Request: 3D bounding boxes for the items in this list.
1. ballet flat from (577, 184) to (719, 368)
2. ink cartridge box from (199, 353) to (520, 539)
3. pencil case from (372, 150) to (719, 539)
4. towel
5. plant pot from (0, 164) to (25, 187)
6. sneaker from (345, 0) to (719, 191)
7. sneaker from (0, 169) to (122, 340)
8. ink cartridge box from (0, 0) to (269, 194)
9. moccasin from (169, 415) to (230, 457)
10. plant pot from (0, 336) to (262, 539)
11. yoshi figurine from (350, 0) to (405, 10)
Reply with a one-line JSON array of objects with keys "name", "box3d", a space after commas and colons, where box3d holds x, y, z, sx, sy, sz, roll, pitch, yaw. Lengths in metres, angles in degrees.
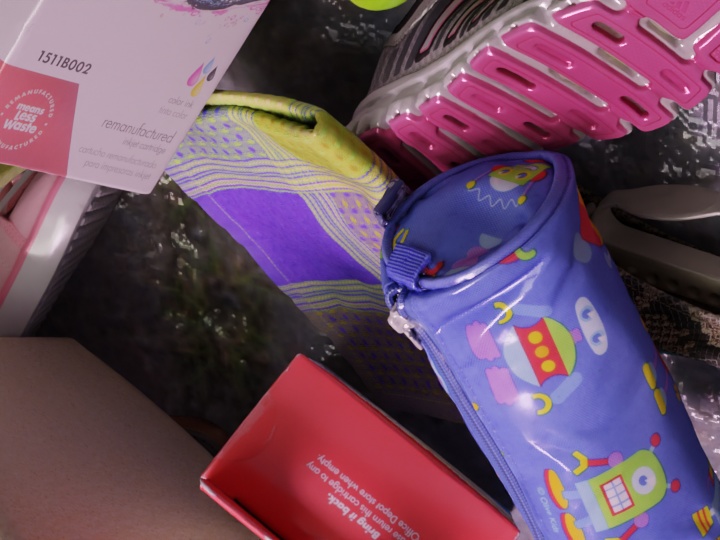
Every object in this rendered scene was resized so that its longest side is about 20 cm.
[{"name": "ballet flat", "box3d": [0.149, 0.011, 0.898, 0.199, 0.068, 0.076, 21, 119, 23]}, {"name": "ink cartridge box", "box3d": [0.002, 0.096, 0.959, 0.116, 0.200, 0.067, 38, 88, 3]}, {"name": "pencil case", "box3d": [0.076, 0.050, 0.868, 0.201, 0.087, 0.078, 61, 169, -27]}, {"name": "towel", "box3d": [0.000, 0.000, 0.944, 0.143, 0.023, 0.200, 10, 148, 50]}, {"name": "plant pot", "box3d": [-0.206, -0.150, 0.939, 0.184, 0.200, 0.201, 37, 133, 21]}, {"name": "sneaker", "box3d": [0.068, -0.092, 0.854, 0.074, 0.088, 0.200, 29, 148, -26]}, {"name": "sneaker", "box3d": [-0.187, -0.010, 1.079, 0.104, 0.075, 0.200, 37, 137, -2]}, {"name": "ink cartridge box", "box3d": [-0.080, -0.134, 0.849, 0.067, 0.116, 0.201, 41, 107, 30]}, {"name": "moccasin", "box3d": [-0.143, 0.115, 1.141, 0.201, 0.078, 0.074, -25, 89, 28]}, {"name": "plant pot", "box3d": [-0.166, 0.138, 1.013, 0.200, 0.200, 0.177, -43, 68, 24]}, {"name": "yoshi figurine", "box3d": [0.033, -0.175, 0.785, 0.112, 0.113, 0.200, 32, 119, -9]}]
